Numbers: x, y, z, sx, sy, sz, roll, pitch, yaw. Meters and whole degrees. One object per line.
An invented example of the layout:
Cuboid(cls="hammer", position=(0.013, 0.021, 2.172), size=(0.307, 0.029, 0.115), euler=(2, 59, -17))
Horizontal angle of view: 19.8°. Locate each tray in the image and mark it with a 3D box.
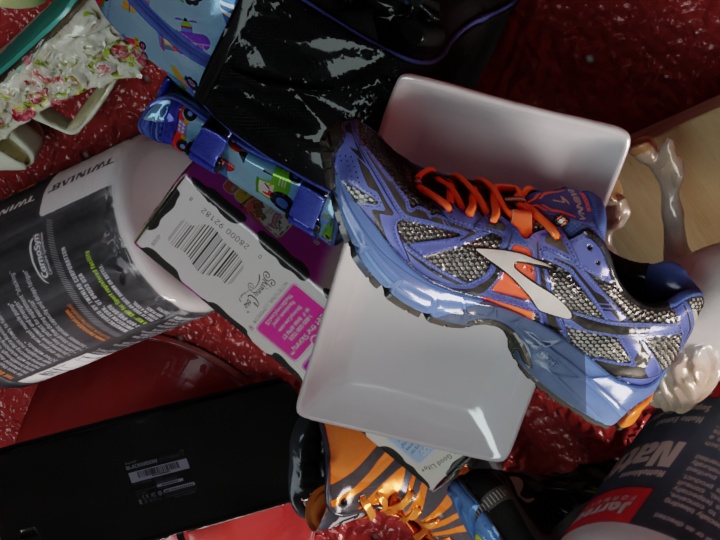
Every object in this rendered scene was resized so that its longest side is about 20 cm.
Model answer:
Cuboid(cls="tray", position=(0.043, 0.000, 0.942), size=(0.107, 0.022, 0.201), euler=(14, 127, -4))

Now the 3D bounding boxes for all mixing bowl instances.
Cuboid(cls="mixing bowl", position=(-0.137, 0.150, 1.236), size=(0.199, 0.108, 0.201), euler=(12, 124, 18))

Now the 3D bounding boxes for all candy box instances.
Cuboid(cls="candy box", position=(0.000, 0.000, 1.068), size=(0.200, 0.136, 0.061), euler=(40, 128, -1))

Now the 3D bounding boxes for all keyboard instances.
Cuboid(cls="keyboard", position=(-0.106, 0.137, 1.152), size=(0.021, 0.199, 0.128), euler=(120, 133, -59))

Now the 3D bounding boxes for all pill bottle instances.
Cuboid(cls="pill bottle", position=(0.154, 0.145, 0.973), size=(0.119, 0.200, 0.120), euler=(23, 137, 23))
Cuboid(cls="pill bottle", position=(-0.172, 0.003, 1.164), size=(0.199, 0.106, 0.106), euler=(-21, 108, 32))

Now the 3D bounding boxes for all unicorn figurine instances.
Cuboid(cls="unicorn figurine", position=(0.164, 0.001, 0.936), size=(0.199, 0.074, 0.138), euler=(-5, 117, 46))

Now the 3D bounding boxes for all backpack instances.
Cuboid(cls="backpack", position=(-0.043, -0.127, 0.983), size=(0.199, 0.183, 0.135), euler=(30, 118, 9))

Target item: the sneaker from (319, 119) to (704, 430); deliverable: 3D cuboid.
Cuboid(cls="sneaker", position=(0.065, -0.012, 0.882), size=(0.200, 0.075, 0.078), euler=(31, 115, -27))

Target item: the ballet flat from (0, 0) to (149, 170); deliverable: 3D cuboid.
Cuboid(cls="ballet flat", position=(-0.189, -0.091, 1.141), size=(0.200, 0.076, 0.064), euler=(-29, 120, 37))

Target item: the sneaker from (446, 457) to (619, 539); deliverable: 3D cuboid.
Cuboid(cls="sneaker", position=(0.116, 0.123, 1.078), size=(0.083, 0.199, 0.071), euler=(-45, 58, 24))

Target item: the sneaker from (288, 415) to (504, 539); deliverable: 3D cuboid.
Cuboid(cls="sneaker", position=(0.025, 0.132, 1.133), size=(0.201, 0.112, 0.078), euler=(62, 153, -5))

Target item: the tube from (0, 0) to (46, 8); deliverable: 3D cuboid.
Cuboid(cls="tube", position=(-0.170, -0.235, 1.063), size=(0.058, 0.052, 0.201), euler=(-2, 124, -24))

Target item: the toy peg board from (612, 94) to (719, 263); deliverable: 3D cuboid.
Cuboid(cls="toy peg board", position=(0.234, -0.017, 0.995), size=(0.199, 0.098, 0.200), euler=(-24, 107, 49))
